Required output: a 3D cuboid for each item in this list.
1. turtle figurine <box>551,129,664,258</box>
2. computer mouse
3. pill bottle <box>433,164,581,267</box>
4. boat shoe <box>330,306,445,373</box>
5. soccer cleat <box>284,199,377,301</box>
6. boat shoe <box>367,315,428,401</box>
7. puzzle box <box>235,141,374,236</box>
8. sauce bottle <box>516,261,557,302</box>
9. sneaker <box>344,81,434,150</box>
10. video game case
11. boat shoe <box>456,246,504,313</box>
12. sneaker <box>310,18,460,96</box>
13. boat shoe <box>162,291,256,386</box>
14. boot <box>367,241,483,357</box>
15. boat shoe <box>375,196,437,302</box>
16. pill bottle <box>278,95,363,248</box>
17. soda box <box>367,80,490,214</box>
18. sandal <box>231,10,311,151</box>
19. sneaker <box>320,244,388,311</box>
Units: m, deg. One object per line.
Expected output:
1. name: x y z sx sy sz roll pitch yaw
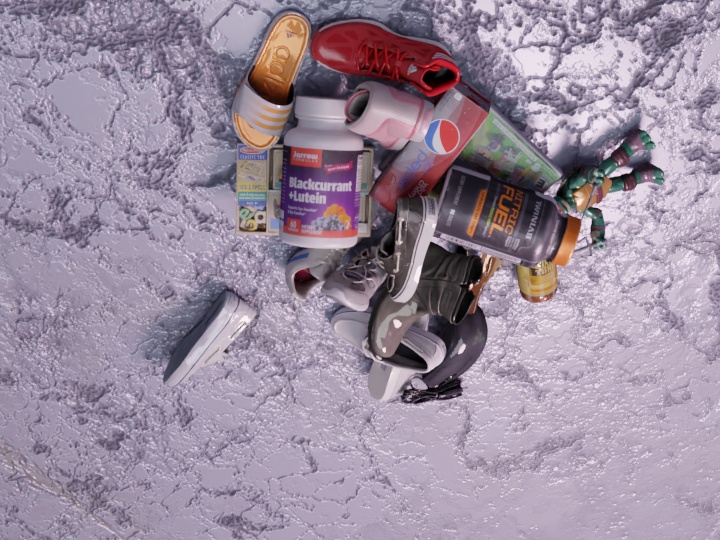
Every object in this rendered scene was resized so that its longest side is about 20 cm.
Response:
1. turtle figurine: 0.345 -0.116 1.578 0.200 0.101 0.150 -35 144 -6
2. computer mouse: 0.158 0.149 1.774 0.138 0.053 0.201 -4 128 -40
3. pill bottle: 0.204 -0.069 1.502 0.199 0.106 0.107 18 125 1
4. boat shoe: 0.034 0.109 1.697 0.199 0.065 0.074 13 117 25
5. soccer cleat: -0.040 -0.031 1.620 0.070 0.087 0.200 30 119 -25
6. boat shoe: 0.076 0.131 1.772 0.068 0.072 0.201 -4 121 -39
7. puzzle box: -0.081 -0.117 1.555 0.199 0.025 0.134 0 101 -6
8. sauce bottle: 0.266 -0.042 1.655 0.066 0.066 0.201 -12 129 3
9. sneaker: 0.025 -0.210 1.439 0.104 0.200 0.076 15 92 -11
10. video game case: 0.156 -0.144 1.549 0.200 0.022 0.182 42 113 -8
11. boat shoe: 0.187 -0.018 1.662 0.073 0.076 0.201 -3 128 -8
12. sneaker: 0.039 -0.280 1.412 0.199 0.116 0.079 2 110 -14
13. boat shoe: -0.240 0.123 1.724 0.067 0.074 0.200 31 118 -22
14. boot: 0.096 0.053 1.597 0.068 0.130 0.201 19 95 -51
15. boat shoe: 0.055 -0.031 1.516 0.063 0.071 0.200 3 137 -11
16. pill bottle: -0.053 -0.137 1.484 0.111 0.111 0.201 2 100 -7
17. soda box: 0.097 -0.168 1.504 0.070 0.063 0.200 35 114 -6
18. sandal: -0.124 -0.249 1.456 0.079 0.059 0.207 17 120 -9
19. sneaker: 0.000 0.000 1.602 0.074 0.200 0.082 26 111 11
